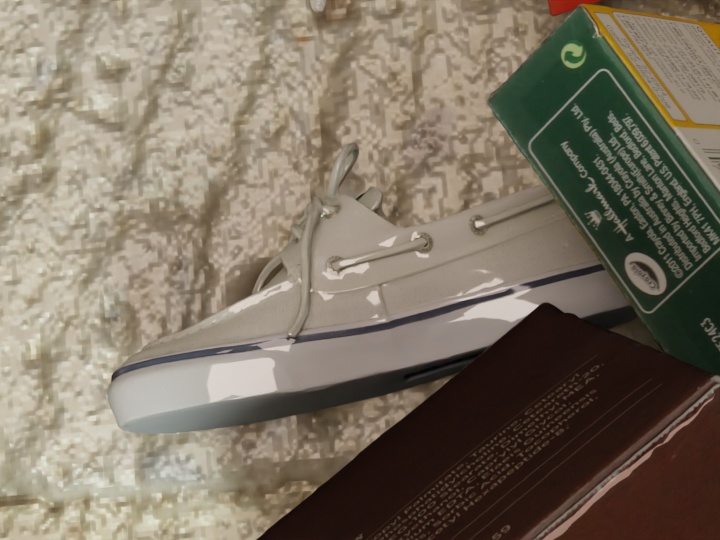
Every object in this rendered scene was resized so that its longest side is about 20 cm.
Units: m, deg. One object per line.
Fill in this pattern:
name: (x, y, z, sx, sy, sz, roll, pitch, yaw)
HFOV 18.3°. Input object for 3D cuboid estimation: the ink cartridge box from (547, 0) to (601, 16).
ink cartridge box: (0.157, -0.158, 0.791, 0.199, 0.050, 0.109, -17, 117, -1)

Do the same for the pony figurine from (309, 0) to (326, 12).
pony figurine: (-0.003, -0.219, 0.821, 0.200, 0.167, 0.193, -33, 103, 9)

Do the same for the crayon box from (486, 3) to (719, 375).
crayon box: (0.144, -0.022, 0.765, 0.052, 0.200, 0.126, -46, 65, 29)

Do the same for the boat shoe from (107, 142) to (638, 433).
boat shoe: (0.001, -0.001, 0.810, 0.201, 0.075, 0.086, -15, 79, -3)

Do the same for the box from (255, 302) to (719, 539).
box: (0.068, 0.130, 0.693, 0.164, 0.200, 0.166, -40, 100, -4)
